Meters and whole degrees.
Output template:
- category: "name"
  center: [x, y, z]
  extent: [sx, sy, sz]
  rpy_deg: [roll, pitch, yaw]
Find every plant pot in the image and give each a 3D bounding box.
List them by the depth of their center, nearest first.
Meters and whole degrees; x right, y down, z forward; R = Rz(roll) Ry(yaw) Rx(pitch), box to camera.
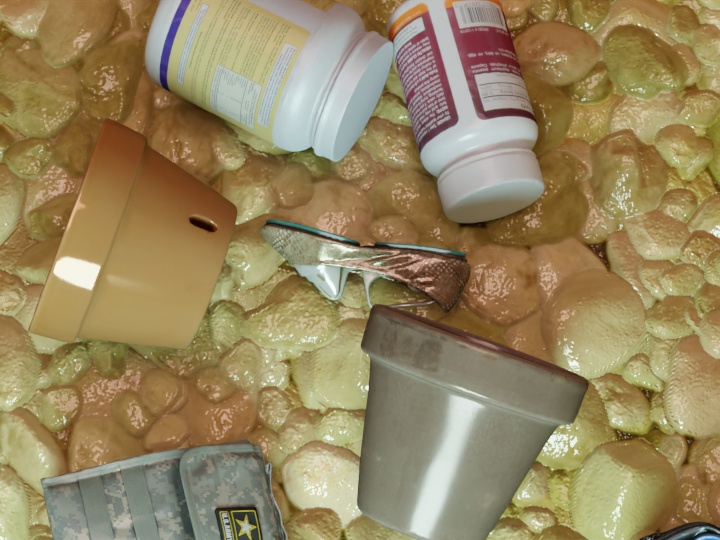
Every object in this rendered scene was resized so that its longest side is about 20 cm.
- category: "plant pot"
  center: [0.076, 0.141, 1.448]
  extent: [0.199, 0.200, 0.176]
  rpy_deg: [20, 90, 7]
- category: "plant pot"
  center: [-0.196, -0.018, 1.501]
  extent: [0.139, 0.200, 0.201]
  rpy_deg: [19, 72, -10]

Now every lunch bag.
- category: "lunch bag"
  center: [-0.158, 0.243, 1.446]
  extent: [0.198, 0.118, 0.165]
  rpy_deg: [-12, 70, -10]

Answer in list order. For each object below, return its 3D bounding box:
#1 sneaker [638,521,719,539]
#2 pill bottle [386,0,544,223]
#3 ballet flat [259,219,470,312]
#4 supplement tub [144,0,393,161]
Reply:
- category: "sneaker"
  center: [0.331, 0.250, 1.436]
  extent: [0.198, 0.112, 0.074]
  rpy_deg: [-5, 73, -1]
- category: "pill bottle"
  center: [0.100, -0.155, 1.570]
  extent: [0.113, 0.114, 0.201]
  rpy_deg: [-13, 72, -3]
- category: "ballet flat"
  center: [0.000, 0.000, 1.549]
  extent: [0.198, 0.071, 0.066]
  rpy_deg: [10, 86, 8]
- category: "supplement tub"
  center: [-0.084, -0.200, 1.572]
  extent: [0.199, 0.146, 0.146]
  rpy_deg: [27, 74, 9]
